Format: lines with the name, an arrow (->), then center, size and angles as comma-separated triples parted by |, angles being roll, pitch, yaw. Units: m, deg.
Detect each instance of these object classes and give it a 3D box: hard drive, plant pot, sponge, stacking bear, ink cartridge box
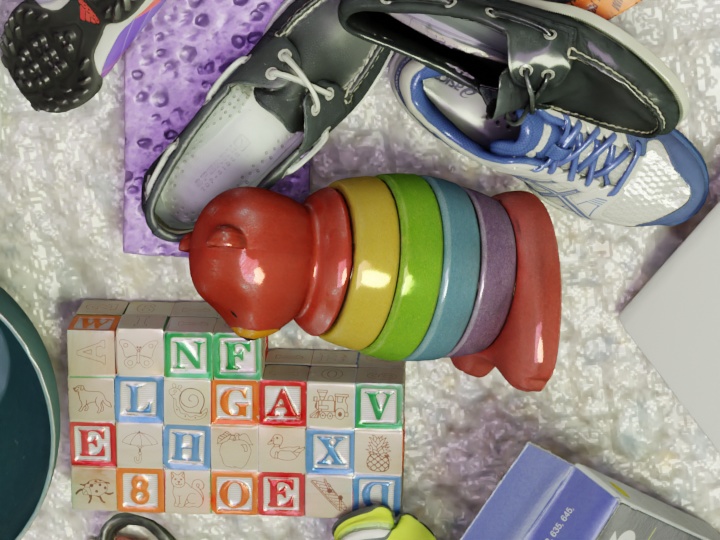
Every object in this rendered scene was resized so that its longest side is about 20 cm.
hard drive -> 0.242, 0.013, 1.273 | 0.132, 0.027, 0.200 | 54, 131, 20
plant pot -> -0.265, 0.071, 1.334 | 0.199, 0.135, 0.201 | 1, 106, 3
sponge -> -0.082, -0.105, 1.328 | 0.111, 0.030, 0.201 | 3, 105, 2
stacking bear -> 0.000, 0.000, 1.274 | 0.199, 0.121, 0.115 | 6, 92, -22
ink cartridge box -> 0.110, 0.214, 1.325 | 0.200, 0.047, 0.198 | 26, 100, -48

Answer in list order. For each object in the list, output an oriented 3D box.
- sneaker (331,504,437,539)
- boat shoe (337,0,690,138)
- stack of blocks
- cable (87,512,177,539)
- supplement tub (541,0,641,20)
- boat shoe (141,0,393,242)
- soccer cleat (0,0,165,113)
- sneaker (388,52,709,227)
sneaker -> 0.043, 0.232, 1.366 | 0.074, 0.081, 0.200 | -22, 125, 33
boat shoe -> 0.077, -0.112, 1.215 | 0.199, 0.075, 0.066 | 31, 62, 3
stack of blocks -> -0.072, 0.083, 1.364 | 0.199, 0.059, 0.116 | 2, 107, 3
cable -> -0.088, 0.200, 1.381 | 0.199, 0.050, 0.098 | 5, 95, 21
supplement tub -> 0.094, -0.234, 1.231 | 0.122, 0.123, 0.201 | -30, 101, 11
boat shoe -> -0.046, -0.091, 1.283 | 0.075, 0.060, 0.200 | 38, 103, -9
soccer cleat -> -0.139, -0.153, 1.275 | 0.068, 0.073, 0.200 | 51, 142, 2
sneaker -> 0.106, -0.070, 1.295 | 0.199, 0.088, 0.076 | 22, 104, -4
